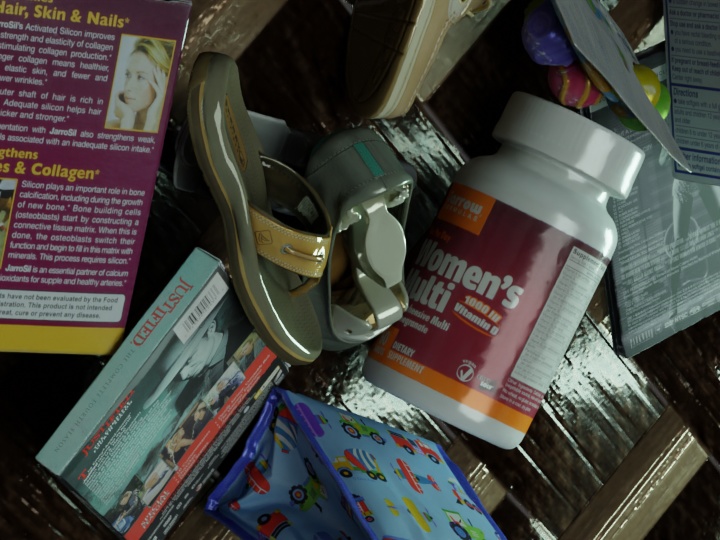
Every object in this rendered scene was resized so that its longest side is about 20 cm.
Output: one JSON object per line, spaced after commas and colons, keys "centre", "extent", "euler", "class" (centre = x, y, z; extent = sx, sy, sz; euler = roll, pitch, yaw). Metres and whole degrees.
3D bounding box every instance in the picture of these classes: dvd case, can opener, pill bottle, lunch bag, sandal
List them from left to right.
{"centre": [-0.107, 0.079, 1.497], "extent": [0.146, 0.022, 0.200], "euler": [-53, 162, -9], "class": "dvd case"}
{"centre": [-0.050, -0.062, 1.542], "extent": [0.200, 0.067, 0.053], "euler": [12, 98, -53], "class": "can opener"}
{"centre": [-0.046, -0.031, 1.447], "extent": [0.054, 0.080, 0.200], "euler": [-10, 121, 10], "class": "sandal"}
{"centre": [0.030, 0.170, 1.569], "extent": [0.150, 0.200, 0.094], "euler": [22, 102, -42], "class": "lunch bag"}
{"centre": [0.090, -0.001, 1.625], "extent": [0.110, 0.110, 0.200], "euler": [27, 89, -40], "class": "pill bottle"}
{"centre": [0.214, -0.058, 1.759], "extent": [0.149, 0.016, 0.200], "euler": [-25, 119, -28], "class": "dvd case"}

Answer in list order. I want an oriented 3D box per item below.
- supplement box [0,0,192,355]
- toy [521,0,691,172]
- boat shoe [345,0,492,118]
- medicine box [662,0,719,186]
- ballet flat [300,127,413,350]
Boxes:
{"centre": [-0.184, -0.064, 1.397], "extent": [0.131, 0.103, 0.200], "euler": [5, 104, -38], "class": "supplement box"}
{"centre": [0.131, -0.131, 1.592], "extent": [0.047, 0.115, 0.200], "euler": [-31, 150, 17], "class": "toy"}
{"centre": [0.051, -0.179, 1.555], "extent": [0.069, 0.074, 0.200], "euler": [15, 95, -34], "class": "boat shoe"}
{"centre": [0.284, -0.150, 1.655], "extent": [0.103, 0.182, 0.200], "euler": [-12, 105, -33], "class": "medicine box"}
{"centre": [0.000, 0.000, 1.539], "extent": [0.067, 0.064, 0.200], "euler": [-29, 147, -19], "class": "ballet flat"}
